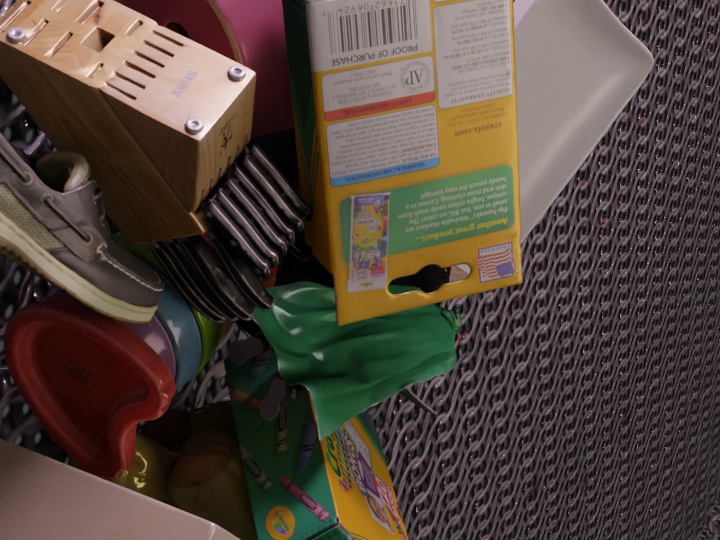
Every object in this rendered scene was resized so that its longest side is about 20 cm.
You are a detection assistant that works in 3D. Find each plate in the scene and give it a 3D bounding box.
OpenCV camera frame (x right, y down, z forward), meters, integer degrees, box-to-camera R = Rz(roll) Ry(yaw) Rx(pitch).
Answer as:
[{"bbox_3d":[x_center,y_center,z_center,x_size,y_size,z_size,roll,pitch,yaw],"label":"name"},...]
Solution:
[{"bbox_3d":[0.099,-0.096,1.171,0.200,0.032,0.200,-54,152,6],"label":"plate"}]

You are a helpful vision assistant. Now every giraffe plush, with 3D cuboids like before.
[{"bbox_3d":[-0.111,0.148,1.235,0.162,0.200,0.173,-84,-161,-56],"label":"giraffe plush"}]

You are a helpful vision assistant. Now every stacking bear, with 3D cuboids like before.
[{"bbox_3d":[-0.125,0.018,1.139,0.200,0.114,0.121,-45,174,-44],"label":"stacking bear"}]

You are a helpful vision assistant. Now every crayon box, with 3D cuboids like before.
[{"bbox_3d":[-0.025,0.142,1.168,0.119,0.058,0.200,52,13,-37],"label":"crayon box"},{"bbox_3d":[0.027,-0.079,1.045,0.126,0.052,0.200,-12,115,-17],"label":"crayon box"}]

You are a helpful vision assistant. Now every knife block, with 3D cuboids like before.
[{"bbox_3d":[-0.122,-0.059,1.034,0.064,0.200,0.176,-55,166,-36],"label":"knife block"}]

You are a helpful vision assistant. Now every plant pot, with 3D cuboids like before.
[{"bbox_3d":[-0.047,-0.170,1.108,0.179,0.200,0.200,-33,138,-33],"label":"plant pot"}]

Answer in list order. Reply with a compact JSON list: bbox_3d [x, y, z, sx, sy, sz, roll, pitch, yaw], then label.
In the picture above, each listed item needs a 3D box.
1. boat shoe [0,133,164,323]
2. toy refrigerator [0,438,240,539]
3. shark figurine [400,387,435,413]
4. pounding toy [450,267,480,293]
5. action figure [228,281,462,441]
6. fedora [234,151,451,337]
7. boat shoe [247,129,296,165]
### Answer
[{"bbox_3d":[-0.173,-0.036,0.975,0.066,0.072,0.201,-52,131,3],"label":"boat shoe"},{"bbox_3d":[-0.171,0.156,1.027,0.076,0.200,0.070,-67,156,-14],"label":"toy refrigerator"},{"bbox_3d":[0.056,0.018,1.586,0.128,0.089,0.215,14,91,-66],"label":"shark figurine"},{"bbox_3d":[0.031,-0.065,1.429,0.200,0.142,0.184,8,99,-49],"label":"pounding toy"},{"bbox_3d":[0.003,0.049,1.159,0.200,0.118,0.055,-10,156,-48],"label":"action figure"},{"bbox_3d":[0.000,0.000,1.251,0.200,0.092,0.201,-12,128,-15],"label":"fedora"},{"bbox_3d":[-0.066,-0.108,1.254,0.200,0.084,0.069,-21,134,-41],"label":"boat shoe"}]
